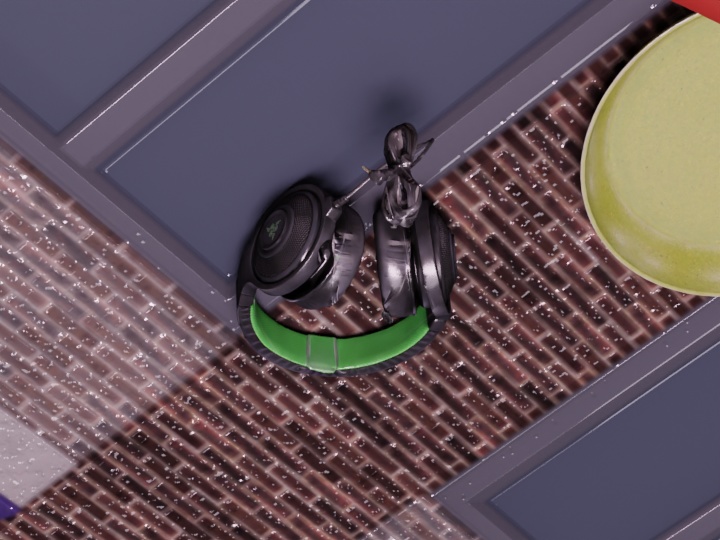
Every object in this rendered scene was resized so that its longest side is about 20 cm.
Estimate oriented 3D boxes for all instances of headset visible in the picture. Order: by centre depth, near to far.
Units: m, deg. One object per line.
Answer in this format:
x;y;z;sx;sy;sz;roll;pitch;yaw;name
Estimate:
0.000;0.000;1.099;0.122;0.095;0.201;7;137;-13;headset

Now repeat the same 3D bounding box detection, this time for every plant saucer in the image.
0.219;-0.074;1.113;0.198;0.031;0.202;-3;127;-4;plant saucer

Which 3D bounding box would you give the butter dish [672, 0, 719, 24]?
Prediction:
0.124;-0.234;0.907;0.148;0.199;0.200;-46;123;-2;butter dish
